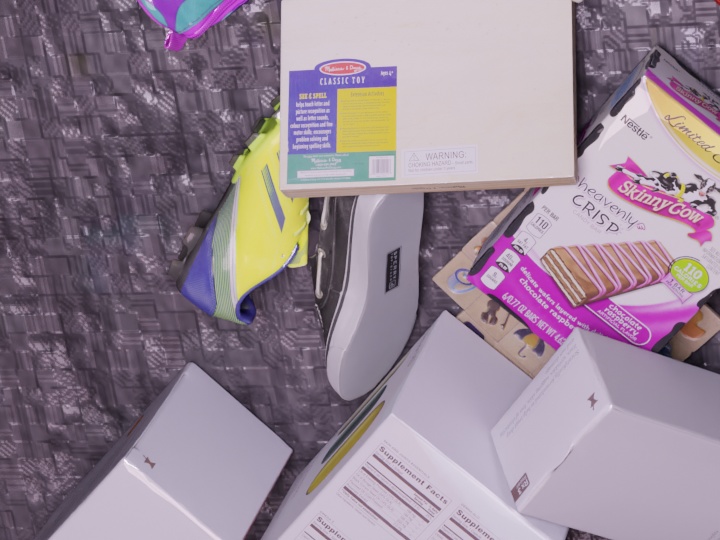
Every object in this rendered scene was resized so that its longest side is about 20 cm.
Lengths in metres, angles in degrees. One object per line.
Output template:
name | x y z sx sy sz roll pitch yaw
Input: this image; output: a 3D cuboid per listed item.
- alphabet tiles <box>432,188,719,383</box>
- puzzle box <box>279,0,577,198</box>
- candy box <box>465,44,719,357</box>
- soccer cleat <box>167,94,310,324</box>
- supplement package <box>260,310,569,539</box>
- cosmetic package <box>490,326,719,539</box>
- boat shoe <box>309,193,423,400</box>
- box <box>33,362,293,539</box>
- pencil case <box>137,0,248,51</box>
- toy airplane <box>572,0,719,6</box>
alphabet tiles | 0.152 0.021 1.660 0.166 0.006 0.200 43 119 -6
puzzle box | 0.044 -0.119 1.560 0.198 0.025 0.134 -2 78 11
candy box | 0.184 -0.031 1.586 0.136 0.061 0.200 37 119 -4
soccer cleat | -0.060 -0.047 1.654 0.083 0.065 0.201 32 119 -2
supplement package | 0.043 0.170 1.678 0.150 0.152 0.200 38 122 -4
cosmetic package | 0.202 0.124 1.603 0.199 0.081 0.113 21 124 -30
boat shoe | 0.000 0.000 1.666 0.064 0.070 0.201 38 135 33
box | -0.165 0.195 1.754 0.106 0.152 0.200 41 120 -5
pencil case | -0.055 -0.224 1.554 0.199 0.085 0.093 -22 80 25
toy airplane | 0.177 -0.256 1.458 0.199 0.141 0.201 9 80 21
